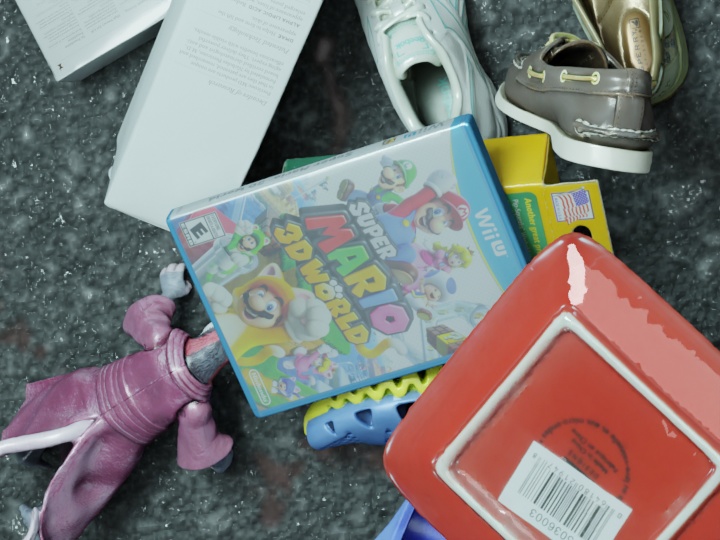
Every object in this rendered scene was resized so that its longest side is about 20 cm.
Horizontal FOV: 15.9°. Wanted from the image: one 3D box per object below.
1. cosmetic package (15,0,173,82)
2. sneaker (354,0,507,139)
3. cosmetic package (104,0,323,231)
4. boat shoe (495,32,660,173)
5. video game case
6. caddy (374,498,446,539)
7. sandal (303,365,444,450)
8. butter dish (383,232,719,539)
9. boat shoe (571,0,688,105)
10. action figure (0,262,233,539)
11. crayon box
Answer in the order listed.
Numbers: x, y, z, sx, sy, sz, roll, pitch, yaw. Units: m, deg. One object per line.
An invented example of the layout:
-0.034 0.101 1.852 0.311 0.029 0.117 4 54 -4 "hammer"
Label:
-0.123 -0.204 1.656 0.199 0.051 0.083 -28 85 13 "cosmetic package"
0.035 -0.154 1.605 0.070 0.080 0.201 -25 84 15 "sneaker"
-0.086 -0.130 1.587 0.081 0.113 0.201 19 115 -9 "cosmetic package"
0.129 -0.107 1.526 0.071 0.200 0.060 7 103 -12 "boat shoe"
0.000 0.000 1.545 0.199 0.018 0.144 -17 110 18 "video game case"
0.028 0.223 1.569 0.104 0.142 0.201 20 131 8 "caddy"
0.061 0.095 1.609 0.198 0.079 0.088 -9 94 15 "sandal"
0.150 0.098 1.509 0.200 0.148 0.200 42 112 9 "butter dish"
0.152 -0.200 1.581 0.073 0.063 0.201 -22 86 14 "boat shoe"
-0.150 0.077 1.630 0.200 0.149 0.135 -35 77 26 "action figure"
0.059 -0.015 1.583 0.198 0.052 0.126 -4 131 14 "crayon box"
